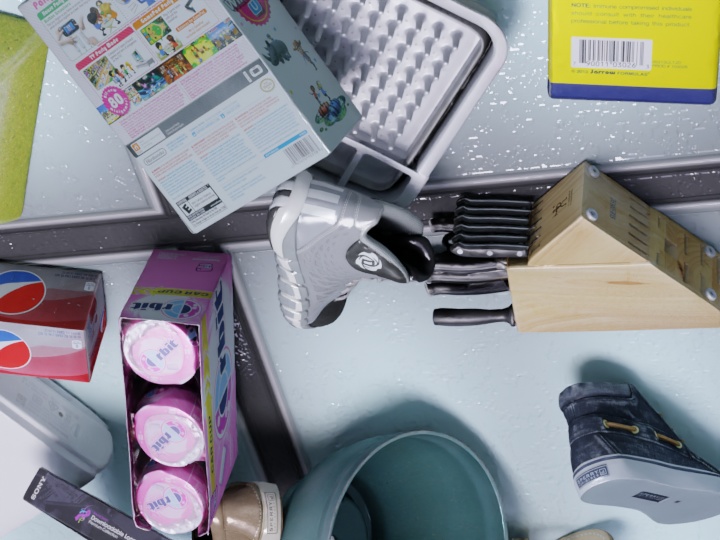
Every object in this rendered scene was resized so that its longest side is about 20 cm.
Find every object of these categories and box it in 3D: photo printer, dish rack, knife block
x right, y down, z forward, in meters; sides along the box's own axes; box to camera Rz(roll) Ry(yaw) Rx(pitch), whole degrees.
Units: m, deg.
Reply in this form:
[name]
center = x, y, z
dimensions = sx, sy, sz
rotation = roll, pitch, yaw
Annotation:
[photo printer]
center = -0.336, 0.155, 1.729
dimensions = 0.199, 0.070, 0.166
rotation = -31, 121, 33
[dish rack]
center = -0.005, -0.141, 1.408
dimensions = 0.171, 0.044, 0.200
rotation = 24, 133, -11
[knife block]
center = 0.148, 0.010, 1.507
dimensions = 0.199, 0.064, 0.175
rotation = 32, 131, -19

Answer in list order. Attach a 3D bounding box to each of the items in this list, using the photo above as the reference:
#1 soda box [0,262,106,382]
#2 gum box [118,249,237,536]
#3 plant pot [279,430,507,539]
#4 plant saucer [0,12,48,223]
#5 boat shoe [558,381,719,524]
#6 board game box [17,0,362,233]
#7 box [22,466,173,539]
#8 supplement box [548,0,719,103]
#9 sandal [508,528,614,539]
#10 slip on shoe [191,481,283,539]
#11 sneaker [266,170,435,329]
[soda box]
center = -0.308, 0.036, 1.612
dimensions = 0.198, 0.070, 0.064
rotation = 6, 135, 5
[gum box]
center = -0.141, 0.099, 1.577
dimensions = 0.066, 0.114, 0.201
rotation = 4, 118, 7
[plant pot]
center = 0.007, 0.231, 1.674
dimensions = 0.134, 0.201, 0.200
rotation = -1, 140, 50
[plant saucer]
center = -0.343, -0.117, 1.490
dimensions = 0.198, 0.048, 0.200
rotation = 15, 134, -3
[boat shoe]
center = 0.236, 0.145, 1.622
dimensions = 0.071, 0.092, 0.200
rotation = -29, 149, 32
[board game box]
center = -0.116, -0.143, 1.366
dimensions = 0.147, 0.064, 0.200
rotation = -27, 106, 38
[box]
center = -0.186, 0.232, 1.687
dimensions = 0.142, 0.036, 0.200
rotation = 25, 166, 21
[supplement box]
center = 0.174, -0.216, 1.247
dimensions = 0.109, 0.109, 0.201
rotation = 3, 134, 8
[sandal]
center = 0.122, 0.270, 1.748
dimensions = 0.069, 0.078, 0.211
rotation = 32, 136, -27
[slip on shoe]
center = -0.115, 0.219, 1.703
dimensions = 0.060, 0.077, 0.200
rotation = -1, 170, -15
[sneaker]
center = 0.000, 0.000, 1.477
dimensions = 0.115, 0.076, 0.200
rotation = 12, 158, 12
